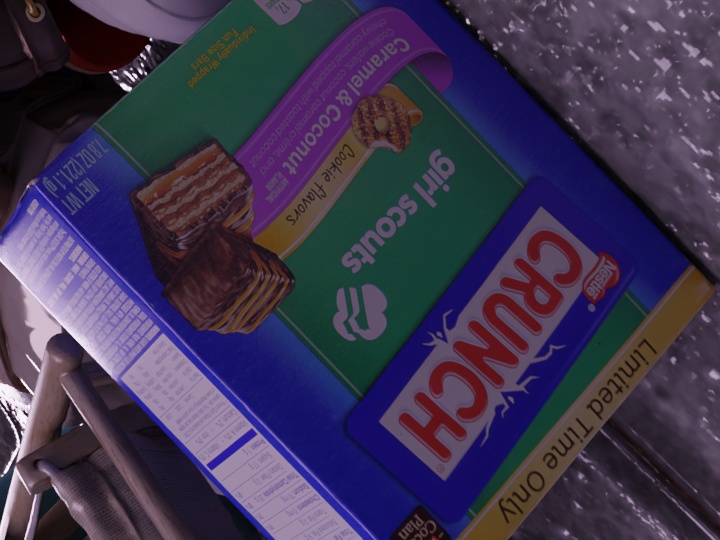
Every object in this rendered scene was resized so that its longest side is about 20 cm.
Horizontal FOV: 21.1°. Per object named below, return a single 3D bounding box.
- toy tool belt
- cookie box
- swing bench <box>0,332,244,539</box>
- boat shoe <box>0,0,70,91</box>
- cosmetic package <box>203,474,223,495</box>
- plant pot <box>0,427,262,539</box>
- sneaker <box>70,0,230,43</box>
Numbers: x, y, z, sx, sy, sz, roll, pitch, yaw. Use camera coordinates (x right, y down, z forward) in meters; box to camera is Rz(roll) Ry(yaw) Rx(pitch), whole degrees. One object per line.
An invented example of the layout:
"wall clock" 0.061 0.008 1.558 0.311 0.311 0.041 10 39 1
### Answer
"toy tool belt" -0.129 -0.041 0.851 0.123 0.124 0.202 25 122 58
"cookie box" 0.000 0.000 0.699 0.200 0.171 0.075 46 153 -2
"swing bench" -0.070 0.153 0.786 0.199 0.129 0.200 53 127 22
"boat shoe" -0.166 -0.159 0.773 0.072 0.059 0.201 94 160 -66
"cosmetic package" -0.069 0.051 0.944 0.199 0.071 0.102 4 130 48
"plant pot" -0.131 0.200 1.091 0.161 0.201 0.200 46 152 -25
"sneaker" -0.091 -0.170 0.700 0.099 0.078 0.201 3 131 46
